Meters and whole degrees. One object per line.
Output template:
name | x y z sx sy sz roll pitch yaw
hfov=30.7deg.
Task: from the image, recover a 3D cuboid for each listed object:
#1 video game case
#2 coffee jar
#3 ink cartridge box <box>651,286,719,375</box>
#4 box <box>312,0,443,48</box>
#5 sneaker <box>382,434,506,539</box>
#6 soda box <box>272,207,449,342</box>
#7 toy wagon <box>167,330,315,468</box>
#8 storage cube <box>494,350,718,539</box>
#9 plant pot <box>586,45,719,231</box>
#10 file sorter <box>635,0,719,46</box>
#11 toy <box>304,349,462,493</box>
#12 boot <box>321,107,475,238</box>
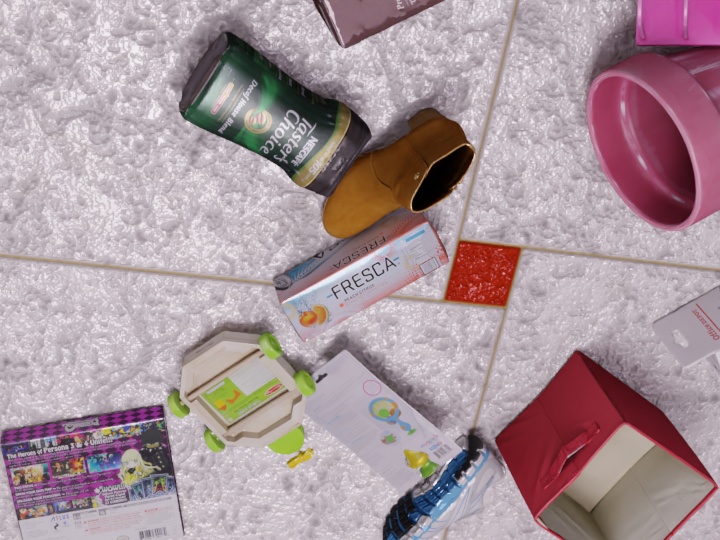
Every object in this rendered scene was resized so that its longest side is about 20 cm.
video game case | -0.327 0.265 1.614 0.199 0.036 0.182 -9 117 -7
coffee jar | -0.090 -0.166 1.428 0.199 0.085 0.104 29 107 -23
ink cartridge box | 0.482 0.070 1.643 0.199 0.116 0.067 -29 119 4
box | 0.025 -0.356 1.315 0.199 0.164 0.166 -25 118 1
sneaker | 0.113 0.311 1.709 0.087 0.075 0.200 37 104 -30
soda box | 0.000 0.000 1.536 0.199 0.068 0.064 -29 117 2
toy wagon | -0.130 0.163 1.594 0.155 0.040 0.200 -32 118 16
storage cube | 0.305 0.245 1.654 0.200 0.180 0.171 34 105 -25
plant pot | 0.383 -0.170 1.475 0.178 0.200 0.201 -27 119 -15
file sorter | 0.390 -0.313 1.373 0.199 0.125 0.140 2 93 14
toy | 0.021 0.180 1.631 0.200 0.047 0.115 43 122 -12
boot | 0.038 -0.091 1.457 0.071 0.144 0.201 39 103 -24
